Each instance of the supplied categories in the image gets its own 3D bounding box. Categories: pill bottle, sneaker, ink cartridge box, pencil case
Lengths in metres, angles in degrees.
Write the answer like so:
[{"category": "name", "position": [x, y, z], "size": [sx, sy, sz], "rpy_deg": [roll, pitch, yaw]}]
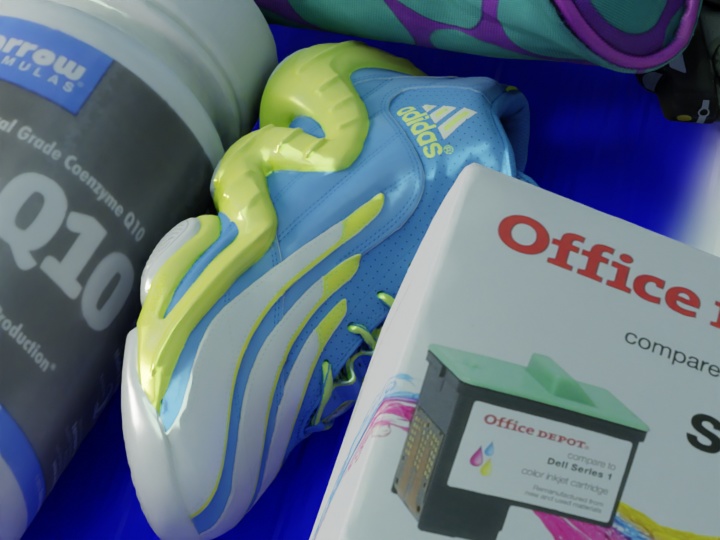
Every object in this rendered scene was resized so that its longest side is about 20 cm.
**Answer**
[{"category": "pill bottle", "position": [-0.111, -0.013, 0.841], "size": [0.113, 0.114, 0.200], "rpy_deg": [9, 52, 30]}, {"category": "sneaker", "position": [0.000, 0.000, 0.809], "size": [0.105, 0.076, 0.200], "rpy_deg": [0, 47, 22]}, {"category": "ink cartridge box", "position": [0.057, 0.090, 0.649], "size": [0.144, 0.084, 0.200], "rpy_deg": [21, 52, -2]}, {"category": "pencil case", "position": [0.020, -0.115, 0.852], "size": [0.200, 0.092, 0.085], "rpy_deg": [12, 62, 48]}]

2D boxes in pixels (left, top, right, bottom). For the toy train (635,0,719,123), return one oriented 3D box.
[{"category": "toy train", "position": [0.091, -0.142, 0.875], "size": [0.046, 0.034, 0.201], "rpy_deg": [-9, 74, -6]}]
